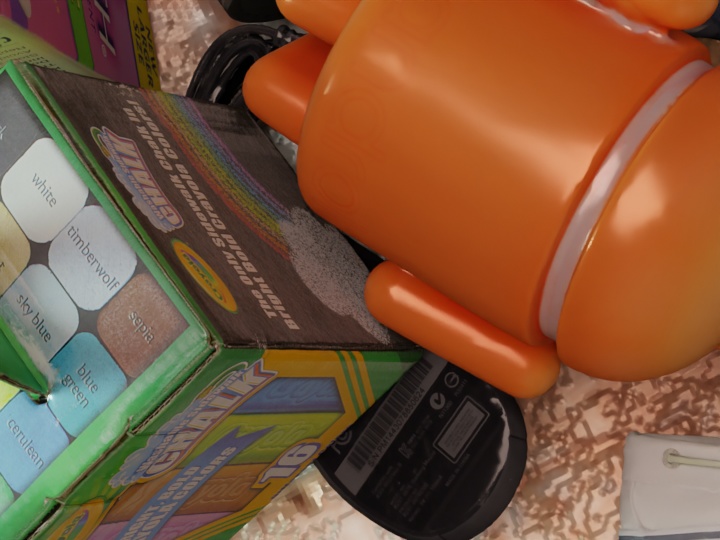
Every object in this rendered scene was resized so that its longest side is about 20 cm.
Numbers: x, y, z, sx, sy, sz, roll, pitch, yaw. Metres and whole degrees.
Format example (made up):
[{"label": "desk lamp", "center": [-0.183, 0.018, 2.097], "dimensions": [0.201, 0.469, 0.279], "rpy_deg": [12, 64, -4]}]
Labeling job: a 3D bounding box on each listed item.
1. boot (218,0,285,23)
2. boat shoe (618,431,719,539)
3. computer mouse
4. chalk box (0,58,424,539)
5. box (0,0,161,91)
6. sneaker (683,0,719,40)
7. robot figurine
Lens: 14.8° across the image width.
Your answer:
[{"label": "boot", "center": [-0.023, -0.210, 1.041], "dimensions": [0.200, 0.069, 0.174], "rpy_deg": [-44, 75, -3]}, {"label": "boat shoe", "center": [0.184, 0.075, 0.960], "dimensions": [0.198, 0.074, 0.067], "rpy_deg": [-6, 86, 12]}, {"label": "computer mouse", "center": [0.000, 0.000, 1.020], "dimensions": [0.199, 0.046, 0.141], "rpy_deg": [34, 100, 23]}, {"label": "chalk box", "center": [-0.094, 0.019, 0.926], "dimensions": [0.124, 0.200, 0.125], "rpy_deg": [-44, 70, 19]}, {"label": "box", "center": [-0.153, -0.145, 0.985], "dimensions": [0.096, 0.200, 0.177], "rpy_deg": [-11, 82, 10]}, {"label": "sneaker", "center": [0.130, -0.182, 0.976], "dimensions": [0.145, 0.080, 0.202], "rpy_deg": [-9, 99, -22]}, {"label": "robot figurine", "center": [0.059, -0.038, 0.917], "dimensions": [0.199, 0.117, 0.144], "rpy_deg": [31, 84, 18]}]
